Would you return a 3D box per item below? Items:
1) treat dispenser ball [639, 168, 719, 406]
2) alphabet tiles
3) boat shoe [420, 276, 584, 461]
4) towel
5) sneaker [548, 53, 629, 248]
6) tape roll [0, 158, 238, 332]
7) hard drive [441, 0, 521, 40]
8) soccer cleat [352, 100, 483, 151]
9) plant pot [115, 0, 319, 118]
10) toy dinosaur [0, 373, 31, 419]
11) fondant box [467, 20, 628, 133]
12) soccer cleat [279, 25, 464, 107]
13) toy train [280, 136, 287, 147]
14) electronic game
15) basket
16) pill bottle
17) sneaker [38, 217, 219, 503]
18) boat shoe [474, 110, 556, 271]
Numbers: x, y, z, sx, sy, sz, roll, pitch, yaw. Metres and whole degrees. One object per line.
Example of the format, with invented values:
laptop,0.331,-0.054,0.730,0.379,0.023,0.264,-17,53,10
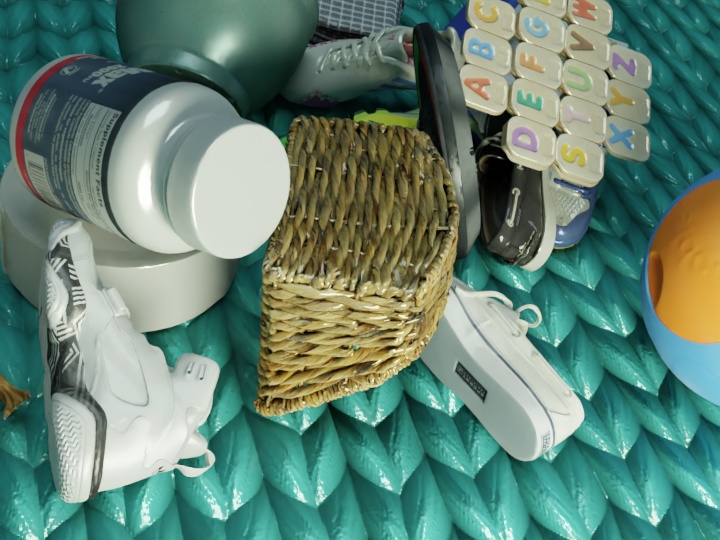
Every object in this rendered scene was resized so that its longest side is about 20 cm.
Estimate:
treat dispenser ball,0.323,0.013,0.862,0.197,0.203,0.203,6,41,-6
alphabet tiles,0.180,-0.175,0.981,0.192,0.015,0.203,17,63,-14
boat shoe,0.105,0.053,0.863,0.085,0.075,0.202,-20,51,-31
towel,-0.045,-0.293,1.212,0.196,0.087,0.167,9,41,-3
sneaker,0.205,-0.122,1.031,0.074,0.088,0.203,17,68,0
tape roll,-0.196,-0.042,0.903,0.198,0.072,0.204,7,41,-6
hard drive,0.145,-0.289,1.227,0.026,0.131,0.201,53,44,-17
soccer cleat,0.037,-0.112,1.045,0.198,0.065,0.084,-21,64,-29
plant pot,-0.150,-0.215,1.039,0.197,0.201,0.136,14,68,3
toy dinosaur,-0.285,0.065,0.756,0.107,0.060,0.200,50,1,-12
fondant box,0.199,-0.209,1.195,0.142,0.059,0.201,23,43,12
soccer cleat,0.009,-0.216,1.104,0.196,0.086,0.071,-7,75,0
toy train,-0.147,-0.111,1.018,0.196,0.042,0.057,12,50,1
electronic game,0.069,-0.110,0.935,0.041,0.202,0.202,-9,42,1
basket,0.000,0.000,0.834,0.140,0.151,0.202,6,41,-1
pill bottle,-0.148,-0.079,0.771,0.198,0.122,0.119,21,38,38
sneaker,-0.165,0.058,0.769,0.113,0.075,0.203,-1,66,-22
boat shoe,0.135,-0.092,1.016,0.059,0.074,0.203,18,53,-25
